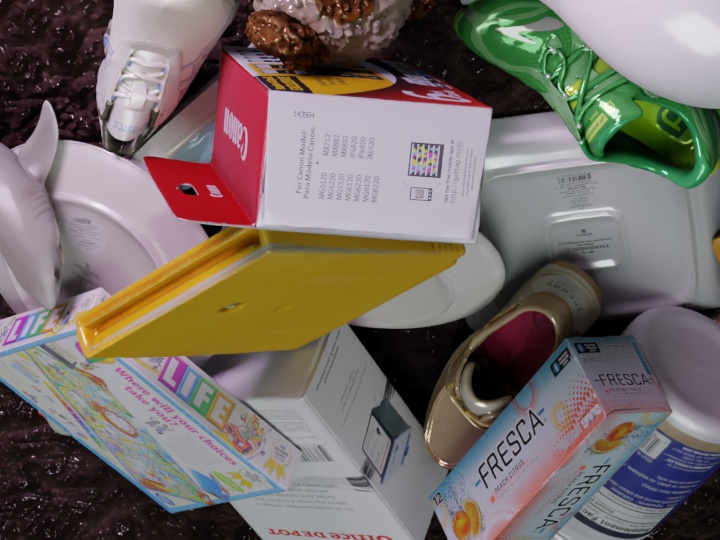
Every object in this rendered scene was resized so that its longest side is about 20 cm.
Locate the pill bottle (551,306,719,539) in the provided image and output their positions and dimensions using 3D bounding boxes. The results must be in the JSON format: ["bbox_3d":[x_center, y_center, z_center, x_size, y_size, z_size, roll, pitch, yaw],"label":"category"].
[{"bbox_3d":[0.194,0.127,1.572,0.116,0.116,0.200,22,133,-17],"label":"pill bottle"}]

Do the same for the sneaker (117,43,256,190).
[{"bbox_3d":[-0.091,-0.081,1.445,0.200,0.074,0.082,-37,99,32],"label":"sneaker"}]

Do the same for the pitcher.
[{"bbox_3d":[0.183,-0.199,1.315,0.200,0.121,0.172,24,115,-3],"label":"pitcher"}]

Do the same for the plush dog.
[{"bbox_3d":[-0.032,-0.201,1.280,0.160,0.200,0.172,-10,106,51],"label":"plush dog"}]

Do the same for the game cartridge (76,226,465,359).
[{"bbox_3d":[-0.053,0.010,1.383,0.176,0.032,0.200,-29,163,36],"label":"game cartridge"}]

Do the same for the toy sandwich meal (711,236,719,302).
[{"bbox_3d":[0.336,-0.009,1.507,0.205,0.070,0.205,-2,136,-2],"label":"toy sandwich meal"}]

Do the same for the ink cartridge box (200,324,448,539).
[{"bbox_3d":[-0.046,0.120,1.596,0.146,0.086,0.200,-2,143,32],"label":"ink cartridge box"}]

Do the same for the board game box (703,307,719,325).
[{"bbox_3d":[0.229,0.095,1.633,0.200,0.023,0.105,-25,128,25],"label":"board game box"}]

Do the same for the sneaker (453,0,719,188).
[{"bbox_3d":[0.153,-0.121,1.390,0.200,0.084,0.074,29,123,-8],"label":"sneaker"}]

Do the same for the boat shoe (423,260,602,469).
[{"bbox_3d":[0.094,0.076,1.538,0.074,0.069,0.200,39,126,9],"label":"boat shoe"}]

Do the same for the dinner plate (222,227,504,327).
[{"bbox_3d":[0.000,0.000,1.510,0.200,0.024,0.200,8,153,4],"label":"dinner plate"}]

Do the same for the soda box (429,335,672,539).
[{"bbox_3d":[0.129,0.130,1.509,0.064,0.068,0.200,0,143,-36],"label":"soda box"}]

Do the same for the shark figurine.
[{"bbox_3d":[-0.282,-0.066,1.448,0.214,0.089,0.128,24,112,36],"label":"shark figurine"}]

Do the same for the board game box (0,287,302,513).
[{"bbox_3d":[-0.156,0.095,1.516,0.134,0.034,0.200,-15,132,45],"label":"board game box"}]

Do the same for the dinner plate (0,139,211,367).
[{"bbox_3d":[-0.183,0.000,1.485,0.200,0.024,0.200,14,129,19],"label":"dinner plate"}]

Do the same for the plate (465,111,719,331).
[{"bbox_3d":[0.158,-0.029,1.519,0.199,0.032,0.200,-6,132,10],"label":"plate"}]

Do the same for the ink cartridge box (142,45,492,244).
[{"bbox_3d":[-0.033,-0.080,1.297,0.175,0.200,0.084,3,102,-13],"label":"ink cartridge box"}]

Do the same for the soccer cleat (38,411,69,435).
[{"bbox_3d":[-0.191,0.053,1.587,0.078,0.069,0.200,21,130,9],"label":"soccer cleat"}]

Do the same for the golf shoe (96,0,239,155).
[{"bbox_3d":[-0.127,-0.128,1.346,0.078,0.097,0.200,15,165,-6],"label":"golf shoe"}]
